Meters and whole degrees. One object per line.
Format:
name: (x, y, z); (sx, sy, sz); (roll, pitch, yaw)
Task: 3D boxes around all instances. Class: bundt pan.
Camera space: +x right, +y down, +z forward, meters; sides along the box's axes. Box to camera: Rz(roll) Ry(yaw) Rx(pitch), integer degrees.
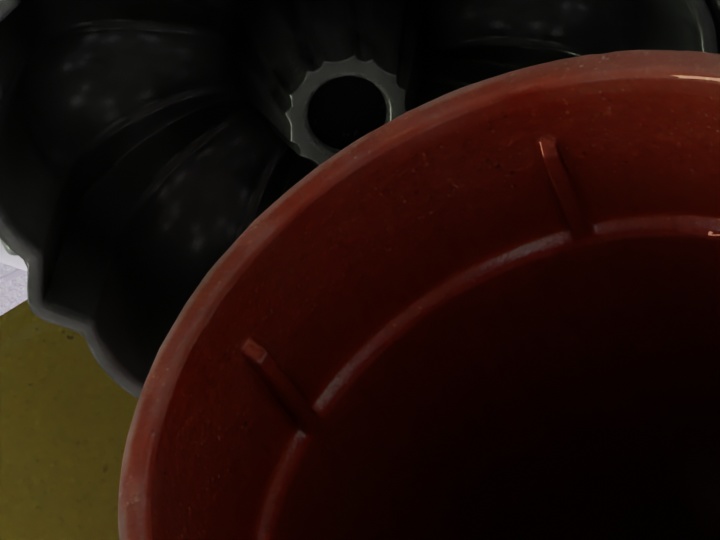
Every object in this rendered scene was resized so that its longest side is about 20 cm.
bundt pan: (-0.007, -0.057, 0.563); (0.076, 0.201, 0.203); (-104, -7, -63)

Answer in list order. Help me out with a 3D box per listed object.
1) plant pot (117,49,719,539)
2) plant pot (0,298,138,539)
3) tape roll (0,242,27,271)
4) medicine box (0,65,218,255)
plant pot: (0.071, 0.085, 0.506); (0.201, 0.200, 0.196); (58, 178, 46)
plant pot: (-0.082, 0.105, 0.721); (0.195, 0.199, 0.196); (64, 173, 6)
tape roll: (-0.133, -0.099, 0.892); (0.071, 0.203, 0.203); (19, 162, 9)
medicine box: (-0.066, -0.118, 0.724); (0.200, 0.103, 0.183); (-14, -105, -55)
